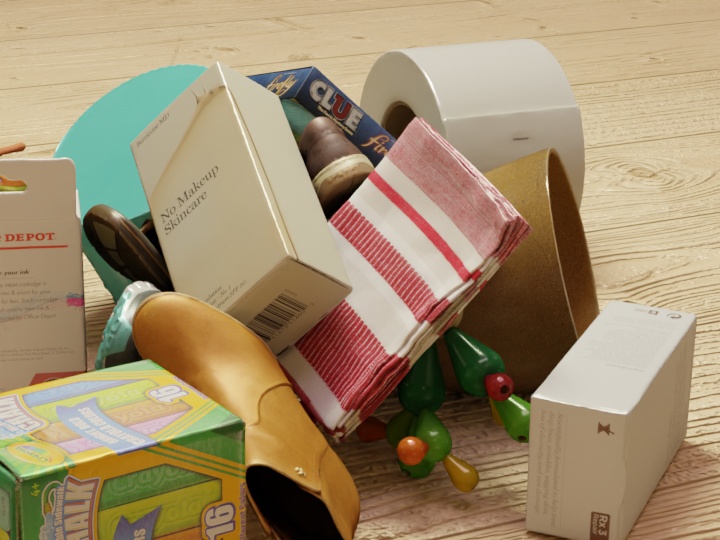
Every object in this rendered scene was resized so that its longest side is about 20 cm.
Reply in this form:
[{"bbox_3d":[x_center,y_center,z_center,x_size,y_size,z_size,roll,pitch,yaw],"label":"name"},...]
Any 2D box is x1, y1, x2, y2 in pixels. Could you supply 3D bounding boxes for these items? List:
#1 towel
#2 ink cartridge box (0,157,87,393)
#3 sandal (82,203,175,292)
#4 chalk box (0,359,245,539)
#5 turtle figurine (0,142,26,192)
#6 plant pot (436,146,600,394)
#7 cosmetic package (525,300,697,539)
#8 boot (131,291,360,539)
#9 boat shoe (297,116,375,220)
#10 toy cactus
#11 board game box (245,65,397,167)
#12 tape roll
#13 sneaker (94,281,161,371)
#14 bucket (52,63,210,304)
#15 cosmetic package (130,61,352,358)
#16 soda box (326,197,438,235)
[{"bbox_3d":[0.012,0.003,1.346,0.023,0.200,0.144,34,9,-46],"label":"towel"},{"bbox_3d":[-0.261,0.007,1.435,0.115,0.202,0.068,-2,20,-9],"label":"ink cartridge box"},{"bbox_3d":[-0.136,-0.004,1.459,0.081,0.055,0.200,21,-14,43],"label":"sandal"},{"bbox_3d":[-0.181,0.147,1.166,0.199,0.126,0.123,-14,24,-34],"label":"chalk box"},{"bbox_3d":[-0.274,-0.020,1.566,0.064,0.163,0.200,0,19,-4],"label":"turtle figurine"},{"bbox_3d":[0.072,0.019,1.497,0.198,0.188,0.187,-12,17,13],"label":"plant pot"},{"bbox_3d":[0.176,0.102,1.349,0.073,0.103,0.200,9,20,22],"label":"cosmetic package"},{"bbox_3d":[-0.072,0.100,1.245,0.201,0.071,0.144,45,7,-8],"label":"boot"},{"bbox_3d":[-0.030,-0.059,1.493,0.072,0.072,0.200,-28,-15,-11],"label":"boat shoe"},{"bbox_3d":[0.036,0.061,1.357,0.199,0.167,0.102,9,1,43],"label":"toy cactus"},{"bbox_3d":[-0.052,-0.115,1.680,0.135,0.035,0.199,40,-19,-26],"label":"board game box"},{"bbox_3d":[0.098,-0.105,1.774,0.138,0.205,0.203,-7,21,-24],"label":"tape roll"},{"bbox_3d":[-0.123,0.062,1.405,0.091,0.078,0.200,21,-2,18],"label":"sneaker"},{"bbox_3d":[-0.149,-0.061,1.598,0.205,0.135,0.208,-17,44,17],"label":"bucket"},{"bbox_3d":[-0.088,-0.039,1.389,0.073,0.103,0.201,27,30,-44],"label":"cosmetic package"},{"bbox_3d":[0.000,0.000,1.420,0.063,0.200,0.068,31,22,-48],"label":"soda box"}]
